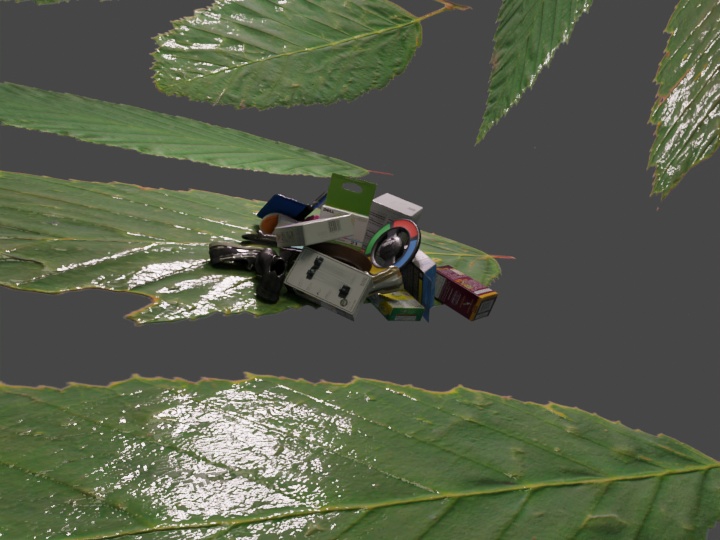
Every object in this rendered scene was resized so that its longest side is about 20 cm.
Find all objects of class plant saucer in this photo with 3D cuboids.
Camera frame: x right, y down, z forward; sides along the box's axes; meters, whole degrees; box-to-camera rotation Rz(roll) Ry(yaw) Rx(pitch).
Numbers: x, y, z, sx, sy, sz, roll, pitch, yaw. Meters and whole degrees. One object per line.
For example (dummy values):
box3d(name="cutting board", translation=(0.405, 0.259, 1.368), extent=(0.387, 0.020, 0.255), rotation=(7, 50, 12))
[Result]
box3d(name="plant saucer", translation=(-0.069, -0.015, 1.511), extent=(0.199, 0.035, 0.200), rotation=(10, -23, 4))

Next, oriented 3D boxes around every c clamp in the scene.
box3d(name="c clamp", translation=(-0.245, -0.096, 1.623), extent=(0.199, 0.027, 0.171), rotation=(5, -3, -25))

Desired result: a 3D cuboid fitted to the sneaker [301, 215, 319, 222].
box3d(name="sneaker", translation=(-0.117, -0.128, 1.855), extent=(0.199, 0.088, 0.082), rotation=(8, 58, 17))

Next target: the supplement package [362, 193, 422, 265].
box3d(name="supplement package", translation=(0.097, -0.136, 1.878), extent=(0.147, 0.201, 0.191), rotation=(24, 21, 12))

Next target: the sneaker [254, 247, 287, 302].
box3d(name="sneaker", translation=(-0.219, -0.007, 1.390), extent=(0.076, 0.091, 0.200), rotation=(17, 28, -25))

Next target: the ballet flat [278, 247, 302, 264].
box3d(name="ballet flat", translation=(-0.140, -0.041, 1.600), extent=(0.199, 0.072, 0.072), rotation=(4, 23, -9))

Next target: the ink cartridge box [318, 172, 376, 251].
box3d(name="ink cartridge box", translation=(-0.044, -0.176, 1.628), extent=(0.147, 0.201, 0.076), rotation=(14, 10, -2))

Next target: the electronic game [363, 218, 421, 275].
box3d(name="electronic game", translation=(0.090, -0.064, 1.587), extent=(0.042, 0.200, 0.200), rotation=(39, 5, -38))

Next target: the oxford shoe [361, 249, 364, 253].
box3d(name="oxford shoe", translation=(-0.054, -0.043, 1.687), extent=(0.199, 0.075, 0.070), rotation=(13, 10, -13))

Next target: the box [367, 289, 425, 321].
box3d(name="box", translation=(0.079, 0.073, 1.548), extent=(0.117, 0.049, 0.200), rotation=(4, 27, -32))

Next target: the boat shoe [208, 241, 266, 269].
box3d(name="boat shoe", translation=(-0.311, -0.028, 1.469), extent=(0.199, 0.073, 0.063), rotation=(11, 64, -36))

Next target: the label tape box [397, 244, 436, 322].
box3d(name="label tape box", translation=(0.173, 0.034, 1.577), extent=(0.063, 0.145, 0.200), rotation=(-15, 34, -21))

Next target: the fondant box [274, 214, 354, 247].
box3d(name="fondant box", translation=(-0.128, -0.105, 1.478), extent=(0.144, 0.059, 0.200), rotation=(-15, 7, -29))

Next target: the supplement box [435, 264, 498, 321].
box3d(name="supplement box", translation=(0.309, 0.067, 1.712), extent=(0.200, 0.086, 0.110), rotation=(33, 25, 33))

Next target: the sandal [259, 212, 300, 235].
box3d(name="sandal", translation=(-0.216, -0.125, 1.744), extent=(0.206, 0.079, 0.059), rotation=(14, 20, -20))

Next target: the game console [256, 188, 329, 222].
box3d(name="game console", translation=(-0.216, -0.218, 1.779), extent=(0.118, 0.200, 0.171), rotation=(48, 59, -10))

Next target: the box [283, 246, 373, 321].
box3d(name="box", translation=(-0.081, 0.032, 1.395), extent=(0.199, 0.117, 0.060), rotation=(23, -18, 12))

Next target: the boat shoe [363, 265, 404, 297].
box3d(name="boat shoe", translation=(0.014, 0.036, 1.461), extent=(0.199, 0.069, 0.075), rotation=(-12, 6, -11))
